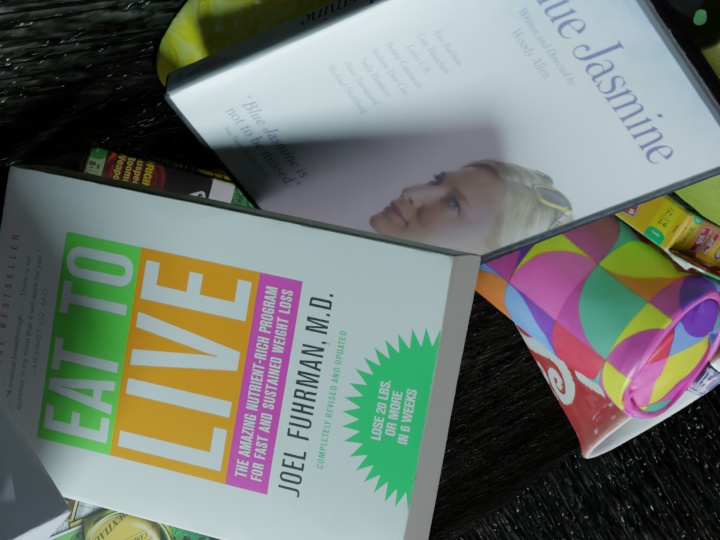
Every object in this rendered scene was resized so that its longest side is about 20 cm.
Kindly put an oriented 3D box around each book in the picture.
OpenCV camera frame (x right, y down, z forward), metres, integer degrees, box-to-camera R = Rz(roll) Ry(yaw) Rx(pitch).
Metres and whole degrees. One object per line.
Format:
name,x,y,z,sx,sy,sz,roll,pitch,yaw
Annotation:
book,-0.058,0.040,1.154,0.199,0.134,0.048,12,-176,22

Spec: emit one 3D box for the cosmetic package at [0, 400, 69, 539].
cosmetic package,-0.211,0.085,1.187,0.052,0.151,0.200,-24,167,-36

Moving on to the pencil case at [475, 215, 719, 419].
pencil case,0.101,-0.007,1.435,0.088,0.200,0.089,-35,147,-27

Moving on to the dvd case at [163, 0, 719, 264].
dvd case,0.040,-0.061,1.136,0.199,0.143,0.018,-21,-142,25

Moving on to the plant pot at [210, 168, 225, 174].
plant pot,-0.101,0.057,1.351,0.188,0.202,0.201,-8,159,-26

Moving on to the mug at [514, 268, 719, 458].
mug,0.140,-0.011,1.653,0.133,0.201,0.177,-36,169,19

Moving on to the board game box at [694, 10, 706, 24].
board game box,0.182,-0.170,1.355,0.200,0.105,0.024,-39,-155,32

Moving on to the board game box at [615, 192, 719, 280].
board game box,0.115,-0.052,1.383,0.030,0.200,0.095,-55,150,10

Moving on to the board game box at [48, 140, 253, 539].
board game box,-0.096,0.053,1.243,0.104,0.201,0.023,13,-174,-17

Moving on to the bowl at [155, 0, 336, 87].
bowl,0.022,-0.093,1.211,0.199,0.108,0.200,-31,168,-7

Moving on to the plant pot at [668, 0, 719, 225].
plant pot,0.167,-0.117,1.211,0.187,0.188,0.200,-35,160,17

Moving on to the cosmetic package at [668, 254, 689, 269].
cosmetic package,0.164,-0.080,1.551,0.199,0.151,0.052,-23,165,-41
